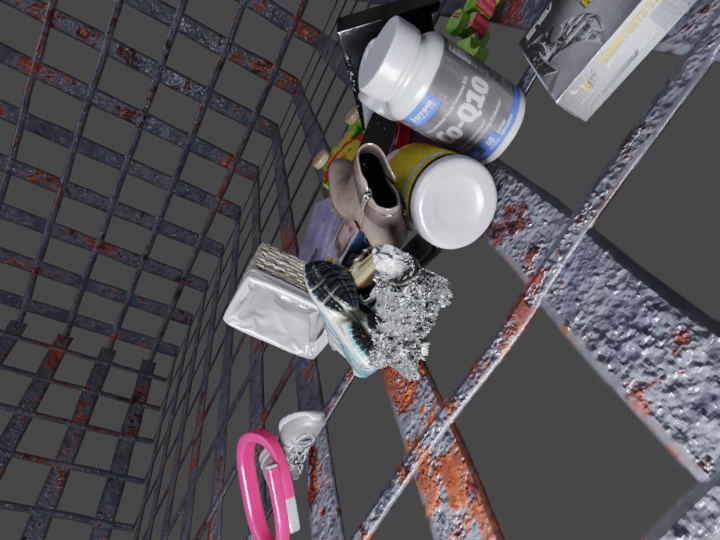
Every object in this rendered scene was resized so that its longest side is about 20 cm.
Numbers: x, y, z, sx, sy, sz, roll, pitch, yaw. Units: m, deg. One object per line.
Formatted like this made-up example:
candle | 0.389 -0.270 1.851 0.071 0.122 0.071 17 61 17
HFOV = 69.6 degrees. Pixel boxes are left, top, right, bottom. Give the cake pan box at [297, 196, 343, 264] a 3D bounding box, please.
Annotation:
cake pan box | -0.081 -0.075 1.168 0.183 0.052 0.204 -10 61 63

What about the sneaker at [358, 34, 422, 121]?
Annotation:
sneaker | 0.061 -0.295 0.767 0.116 0.073 0.201 -56 5 29

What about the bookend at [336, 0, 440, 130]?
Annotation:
bookend | 0.071 -0.415 1.032 0.196 0.201 0.093 -13 39 8

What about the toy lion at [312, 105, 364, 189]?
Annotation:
toy lion | -0.018 -0.261 1.132 0.201 0.068 0.191 -54 28 -1

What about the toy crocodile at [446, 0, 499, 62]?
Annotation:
toy crocodile | 0.190 -0.421 0.825 0.061 0.067 0.204 -1 71 61

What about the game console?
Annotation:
game console | 0.022 -0.177 0.889 0.201 0.030 0.180 -113 42 -63

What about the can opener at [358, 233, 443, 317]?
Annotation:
can opener | 0.056 0.026 0.769 0.200 0.053 0.068 -47 62 42

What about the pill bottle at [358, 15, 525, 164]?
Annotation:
pill bottle | 0.104 -0.229 0.668 0.114 0.197 0.115 -49 28 39

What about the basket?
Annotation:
basket | -0.141 0.055 0.995 0.136 0.197 0.125 -52 22 34

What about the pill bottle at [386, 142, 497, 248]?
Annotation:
pill bottle | 0.092 -0.111 0.705 0.114 0.111 0.200 -63 23 12

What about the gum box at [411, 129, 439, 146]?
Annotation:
gum box | 0.118 -0.290 0.872 0.115 0.065 0.201 -59 23 24

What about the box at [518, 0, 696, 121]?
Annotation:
box | 0.265 -0.282 0.539 0.201 0.048 0.160 -52 26 36

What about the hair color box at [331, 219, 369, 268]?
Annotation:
hair color box | 0.022 -0.106 0.935 0.203 0.060 0.100 -63 22 16

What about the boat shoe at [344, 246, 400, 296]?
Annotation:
boat shoe | 0.000 0.000 0.844 0.200 0.072 0.064 -41 69 54

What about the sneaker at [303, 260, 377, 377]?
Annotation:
sneaker | -0.035 0.076 0.786 0.201 0.077 0.087 55 139 23

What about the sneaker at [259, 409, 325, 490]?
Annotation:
sneaker | -0.108 0.306 0.873 0.201 0.073 0.083 -59 38 36

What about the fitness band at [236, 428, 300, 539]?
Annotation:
fitness band | -0.157 0.366 0.851 0.143 0.037 0.205 -18 81 51

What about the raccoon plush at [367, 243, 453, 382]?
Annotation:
raccoon plush | 0.032 0.055 0.623 0.095 0.199 0.137 15 83 36

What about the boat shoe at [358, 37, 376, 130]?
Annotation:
boat shoe | 0.043 -0.332 0.989 0.071 0.070 0.204 17 116 39

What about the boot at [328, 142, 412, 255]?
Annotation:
boot | 0.007 -0.108 0.665 0.202 0.069 0.147 61 167 24
